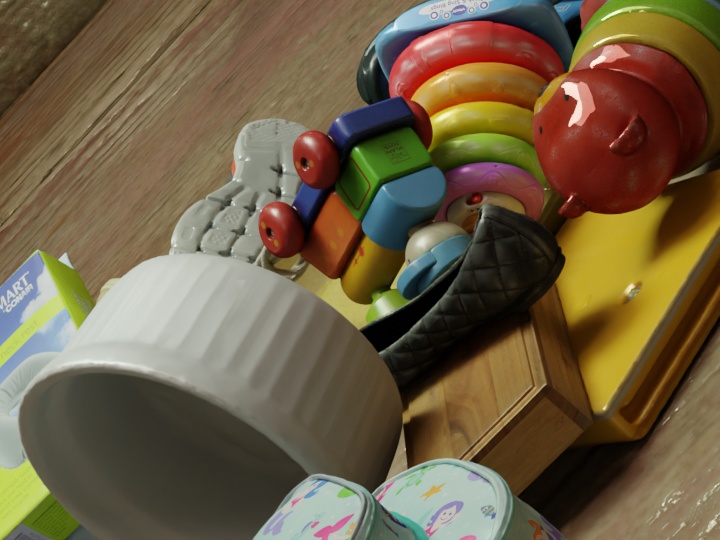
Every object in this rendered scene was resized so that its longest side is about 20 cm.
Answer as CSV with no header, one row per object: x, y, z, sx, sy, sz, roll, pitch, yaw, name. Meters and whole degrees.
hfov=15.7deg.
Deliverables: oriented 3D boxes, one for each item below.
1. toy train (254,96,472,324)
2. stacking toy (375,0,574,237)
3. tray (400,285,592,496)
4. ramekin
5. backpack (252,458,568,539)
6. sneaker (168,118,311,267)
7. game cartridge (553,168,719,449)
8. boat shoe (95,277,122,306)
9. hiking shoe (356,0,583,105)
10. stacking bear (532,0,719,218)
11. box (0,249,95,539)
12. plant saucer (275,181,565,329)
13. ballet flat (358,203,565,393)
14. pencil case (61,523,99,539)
0.000,0.000,1.534,0.084,0.116,0.200,-20,-25,-32,toy train
0.072,-0.057,1.542,0.116,0.110,0.201,-10,55,15,stacking toy
0.067,0.064,1.393,0.099,0.037,0.200,-46,16,14,tray
-0.074,0.083,1.398,0.200,0.200,0.098,-27,27,49,ramekin
0.010,0.178,1.201,0.200,0.151,0.177,-45,15,-8,backpack
-0.074,-0.018,1.736,0.200,0.077,0.082,-60,-12,-49,sneaker
0.132,0.027,1.427,0.177,0.032,0.200,-55,16,-22,game cartridge
-0.116,0.069,1.636,0.065,0.072,0.200,-46,47,-10,boat shoe
0.096,-0.145,1.692,0.199,0.075,0.087,-16,19,-8,hiking shoe
0.157,-0.099,1.436,0.121,0.114,0.200,-45,3,39,stacking bear
-0.214,0.080,1.719,0.122,0.048,0.200,-44,46,12,box
0.036,-0.008,1.622,0.199,0.049,0.200,5,51,40,plant saucer
0.033,0.020,1.417,0.200,0.057,0.067,-36,19,41,ballet flat
-0.169,0.127,1.745,0.090,0.083,0.201,-19,54,30,pencil case
